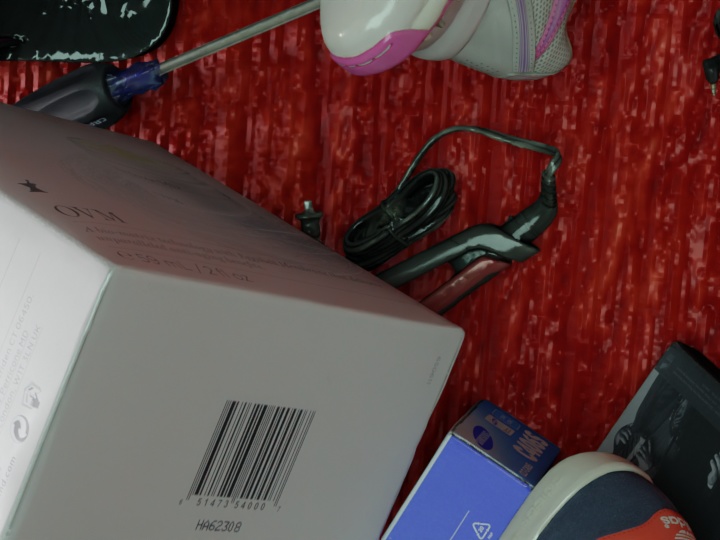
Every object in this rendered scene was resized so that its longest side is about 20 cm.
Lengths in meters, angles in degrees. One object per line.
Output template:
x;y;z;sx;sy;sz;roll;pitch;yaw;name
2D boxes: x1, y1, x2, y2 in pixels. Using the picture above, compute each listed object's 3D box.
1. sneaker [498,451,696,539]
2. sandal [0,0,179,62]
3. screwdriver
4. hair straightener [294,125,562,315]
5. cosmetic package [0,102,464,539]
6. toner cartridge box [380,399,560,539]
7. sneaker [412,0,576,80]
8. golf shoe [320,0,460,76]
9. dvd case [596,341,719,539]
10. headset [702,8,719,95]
0.066;0.172;0.854;0.084;0.075;0.201;42;108;47;sneaker
-0.179;-0.117;0.958;0.198;0.048;0.076;-8;94;12;sandal
-0.070;-0.086;0.923;0.199;0.028;0.029;-14;130;30;screwdriver
0.000;0.000;0.937;0.199;0.041;0.077;-36;88;18;hair straightener
-0.106;0.023;0.846;0.199;0.199;0.124;30;101;37;cosmetic package
0.009;0.153;0.926;0.043;0.095;0.201;33;100;6;toner cartridge box
0.073;-0.165;0.895;0.088;0.081;0.201;28;84;-36;sneaker
0.007;-0.174;0.831;0.075;0.091;0.202;-7;64;47;golf shoe
0.114;0.147;0.889;0.025;0.150;0.201;24;104;-34;dvd case
0.229;-0.048;0.855;0.199;0.094;0.124;28;88;27;headset
